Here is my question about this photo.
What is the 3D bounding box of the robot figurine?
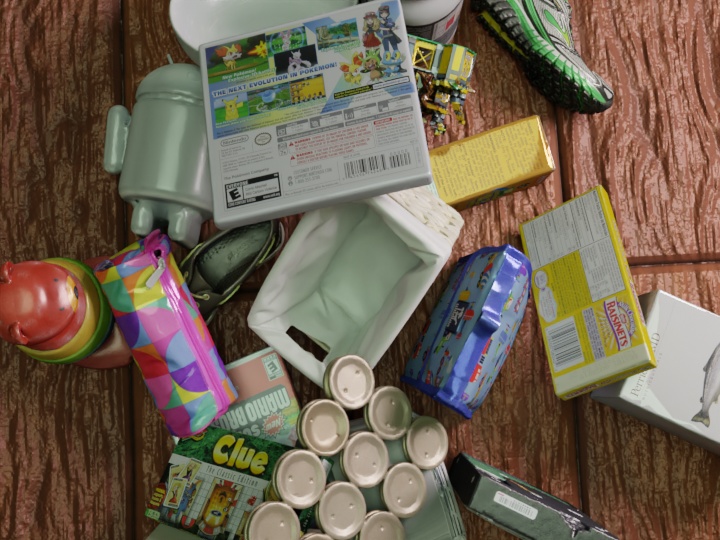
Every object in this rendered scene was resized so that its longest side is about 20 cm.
[{"bbox_3d":[-0.191,-0.129,0.923,0.165,0.113,0.205,10,83,-1],"label":"robot figurine"}]

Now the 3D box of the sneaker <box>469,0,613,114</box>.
[{"bbox_3d":[0.211,-0.257,0.955,0.085,0.078,0.201,-38,84,-5],"label":"sneaker"}]

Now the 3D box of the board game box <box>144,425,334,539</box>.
[{"bbox_3d":[-0.121,0.211,0.840,0.197,0.023,0.106,3,58,40],"label":"board game box"}]

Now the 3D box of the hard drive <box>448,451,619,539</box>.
[{"bbox_3d":[0.157,0.227,0.838,0.137,0.200,0.039,25,86,2],"label":"hard drive"}]

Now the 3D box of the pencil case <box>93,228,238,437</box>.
[{"bbox_3d":[-0.193,0.063,0.870,0.087,0.088,0.204,-23,105,-3],"label":"pencil case"}]

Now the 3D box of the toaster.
[{"bbox_3d":[0.022,0.235,0.874,0.126,0.114,0.204,-17,82,-16],"label":"toaster"}]

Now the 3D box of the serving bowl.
[{"bbox_3d":[-0.097,-0.258,0.911,0.195,0.067,0.204,-2,52,3],"label":"serving bowl"}]

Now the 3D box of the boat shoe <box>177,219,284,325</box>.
[{"bbox_3d":[-0.164,0.008,0.934,0.199,0.060,0.072,-41,86,-4],"label":"boat shoe"}]

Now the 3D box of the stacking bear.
[{"bbox_3d":[-0.301,0.037,0.861,0.111,0.200,0.125,-7,83,-1],"label":"stacking bear"}]

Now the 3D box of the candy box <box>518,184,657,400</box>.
[{"bbox_3d":[0.226,0.020,0.887,0.101,0.026,0.204,-24,54,28],"label":"candy box"}]

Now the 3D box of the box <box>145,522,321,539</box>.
[{"bbox_3d":[-0.119,0.303,0.840,0.196,0.078,0.097,-5,109,27],"label":"box"}]

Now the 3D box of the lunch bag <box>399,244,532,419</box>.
[{"bbox_3d":[0.115,0.062,0.856,0.093,0.200,0.153,27,84,3],"label":"lunch bag"}]

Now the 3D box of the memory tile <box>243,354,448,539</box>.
[{"bbox_3d":[-0.008,0.194,0.789,0.152,0.017,0.202,38,64,-18],"label":"memory tile"}]

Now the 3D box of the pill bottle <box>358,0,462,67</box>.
[{"bbox_3d":[0.053,-0.294,0.899,0.113,0.200,0.120,0,84,0],"label":"pill bottle"}]

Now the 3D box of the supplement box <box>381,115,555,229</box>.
[{"bbox_3d":[0.106,-0.101,0.943,0.196,0.067,0.070,-21,84,-2],"label":"supplement box"}]

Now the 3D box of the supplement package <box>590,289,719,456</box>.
[{"bbox_3d":[0.356,0.117,0.891,0.196,0.117,0.119,23,84,3],"label":"supplement package"}]

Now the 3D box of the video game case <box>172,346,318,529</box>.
[{"bbox_3d":[-0.118,0.200,0.933,0.140,0.017,0.204,-21,84,-3],"label":"video game case"}]

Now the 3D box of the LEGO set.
[{"bbox_3d":[0.035,-0.165,0.894,0.150,0.200,0.119,14,91,-11],"label":"LEGO set"}]

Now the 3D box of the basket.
[{"bbox_3d":[0.000,0.000,0.864,0.135,0.123,0.202,37,120,5],"label":"basket"}]

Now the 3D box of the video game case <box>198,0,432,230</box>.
[{"bbox_3d":[-0.045,-0.143,0.784,0.195,0.022,0.187,-12,70,7],"label":"video game case"}]
